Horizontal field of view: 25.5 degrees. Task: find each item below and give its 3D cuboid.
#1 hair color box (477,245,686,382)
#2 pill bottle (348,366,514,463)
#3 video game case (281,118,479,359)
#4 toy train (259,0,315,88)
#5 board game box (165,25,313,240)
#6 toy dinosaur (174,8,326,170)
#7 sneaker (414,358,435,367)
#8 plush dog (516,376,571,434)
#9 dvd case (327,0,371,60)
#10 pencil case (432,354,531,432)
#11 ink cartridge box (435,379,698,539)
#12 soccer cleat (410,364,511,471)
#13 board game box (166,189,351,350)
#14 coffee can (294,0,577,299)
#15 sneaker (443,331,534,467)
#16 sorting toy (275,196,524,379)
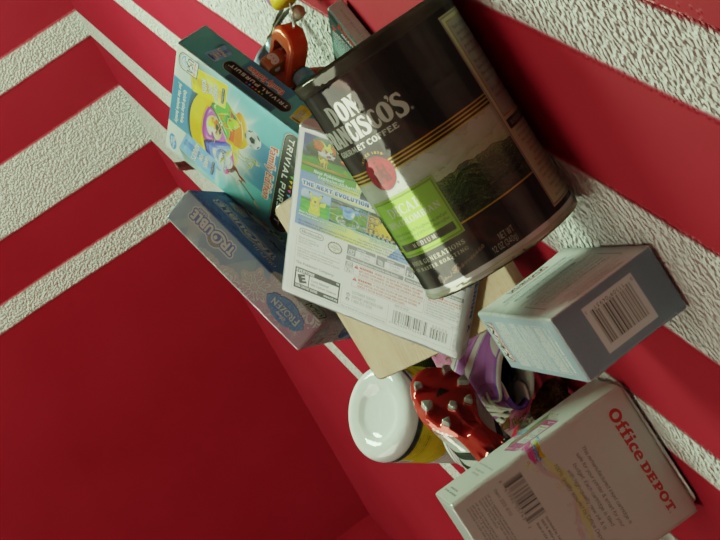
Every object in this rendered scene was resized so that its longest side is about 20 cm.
[{"bbox_3d":[0.174,0.032,1.289,0.061,0.099,0.200,56,171,-7],"label":"hair color box"},{"bbox_3d":[0.090,0.171,1.883,0.199,0.113,0.112,6,-149,-44],"label":"pill bottle"},{"bbox_3d":[0.022,-0.030,1.494,0.198,0.022,0.184,21,122,22],"label":"video game case"},{"bbox_3d":[-0.114,-0.283,1.655,0.201,0.055,0.151,53,147,27],"label":"toy train"},{"bbox_3d":[-0.114,-0.139,1.670,0.199,0.047,0.152,38,142,19],"label":"board game box"},{"bbox_3d":[-0.093,-0.178,1.759,0.105,0.201,0.181,32,168,-23],"label":"toy dinosaur"},{"bbox_3d":[0.050,0.106,1.935,0.076,0.114,0.199,45,-175,40],"label":"sneaker"},{"bbox_3d":[0.210,0.214,1.651,0.200,0.159,0.173,50,144,28],"label":"plush dog"},{"bbox_3d":[0.021,-0.169,1.609,0.146,0.022,0.200,53,171,20],"label":"dvd case"},{"bbox_3d":[0.124,0.090,1.772,0.086,0.082,0.201,34,156,55],"label":"pencil case"},{"bbox_3d":[0.195,0.218,1.507,0.145,0.199,0.085,57,174,-5],"label":"ink cartridge box"},{"bbox_3d":[0.117,0.175,1.629,0.200,0.068,0.086,42,154,40],"label":"soccer cleat"},{"bbox_3d":[-0.091,-0.004,1.709,0.200,0.043,0.199,45,-166,11],"label":"board game box"},{"bbox_3d":[0.061,-0.101,1.270,0.201,0.146,0.146,56,170,-7],"label":"coffee can"},{"bbox_3d":[0.136,0.143,1.687,0.114,0.072,0.202,-127,35,-56],"label":"sneaker"},{"bbox_3d":[0.051,-0.025,1.536,0.198,0.070,0.201,-27,97,37],"label":"sorting toy"}]
